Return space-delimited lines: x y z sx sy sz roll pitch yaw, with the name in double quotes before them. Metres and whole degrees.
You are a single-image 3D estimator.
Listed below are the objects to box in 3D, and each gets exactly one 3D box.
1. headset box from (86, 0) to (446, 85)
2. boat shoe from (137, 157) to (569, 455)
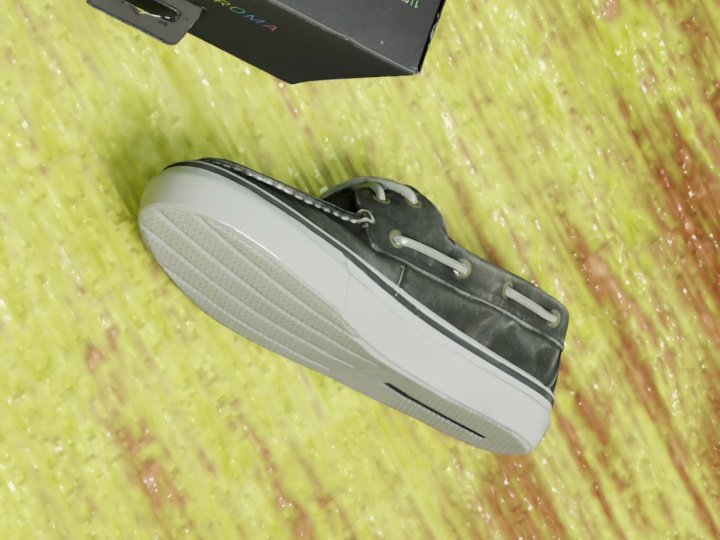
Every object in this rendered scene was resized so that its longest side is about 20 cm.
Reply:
"headset box" -0.041 -0.177 0.926 0.174 0.093 0.200 24 79 -30
"boat shoe" 0.000 0.000 0.978 0.200 0.072 0.071 34 65 -38
